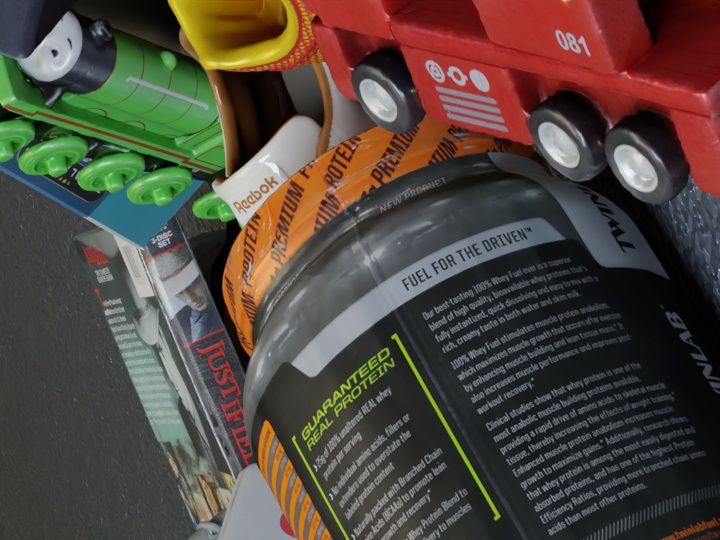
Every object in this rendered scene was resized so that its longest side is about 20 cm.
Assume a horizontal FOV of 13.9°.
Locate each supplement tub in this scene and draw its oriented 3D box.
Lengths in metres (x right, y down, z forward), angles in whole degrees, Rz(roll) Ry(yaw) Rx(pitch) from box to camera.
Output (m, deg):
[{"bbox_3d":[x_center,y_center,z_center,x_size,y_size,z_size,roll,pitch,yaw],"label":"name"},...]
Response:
[{"bbox_3d":[0.048,0.062,0.770,0.123,0.122,0.200,92,152,-57],"label":"supplement tub"}]

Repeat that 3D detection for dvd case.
[{"bbox_3d":[-0.053,0.072,1.131,0.200,0.022,0.146,66,167,-3],"label":"dvd case"}]

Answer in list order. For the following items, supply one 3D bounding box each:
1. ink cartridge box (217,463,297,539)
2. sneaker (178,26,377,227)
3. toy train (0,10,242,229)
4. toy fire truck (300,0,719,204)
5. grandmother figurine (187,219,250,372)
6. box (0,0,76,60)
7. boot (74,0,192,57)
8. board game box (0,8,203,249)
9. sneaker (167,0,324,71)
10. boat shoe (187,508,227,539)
[{"bbox_3d":[0.010,0.165,0.819,0.083,0.145,0.200,98,-173,-49],"label":"ink cartridge box"},{"bbox_3d":[0.000,0.000,0.891,0.073,0.085,0.200,-40,68,38],"label":"sneaker"},{"bbox_3d":[-0.060,-0.048,0.948,0.200,0.056,0.042,15,-128,-61],"label":"toy train"},{"bbox_3d":[0.044,-0.087,0.638,0.200,0.049,0.141,19,140,49],"label":"toy fire truck"},{"bbox_3d":[-0.033,0.022,1.140,0.200,0.060,0.122,-149,66,-71],"label":"grandmother figurine"},{"bbox_3d":[-0.135,-0.190,0.753,0.123,0.200,0.199,-63,-8,-58],"label":"box"},{"bbox_3d":[-0.150,-0.068,1.130,0.165,0.200,0.066,40,149,61],"label":"boot"},{"bbox_3d":[-0.154,-0.104,1.023,0.200,0.047,0.151,45,-175,26],"label":"board game box"},{"bbox_3d":[-0.007,-0.116,0.789,0.073,0.077,0.200,60,152,28],"label":"sneaker"},{"bbox_3d":[0.014,0.139,0.972,0.202,0.065,0.075,51,165,38],"label":"boat shoe"}]
